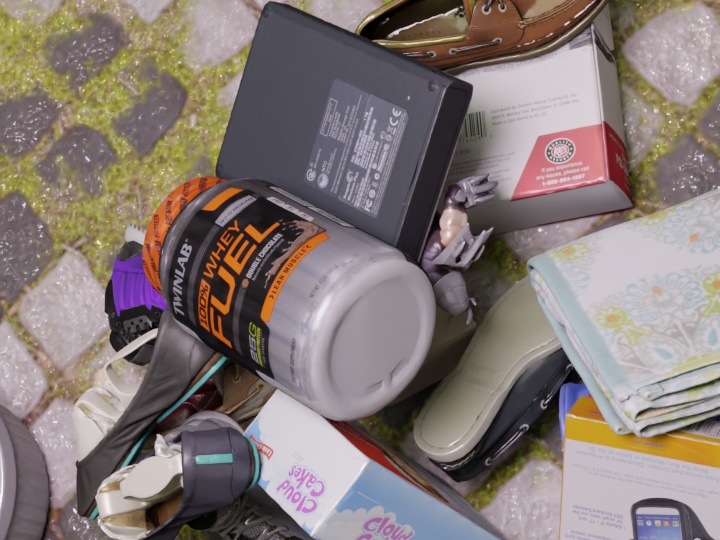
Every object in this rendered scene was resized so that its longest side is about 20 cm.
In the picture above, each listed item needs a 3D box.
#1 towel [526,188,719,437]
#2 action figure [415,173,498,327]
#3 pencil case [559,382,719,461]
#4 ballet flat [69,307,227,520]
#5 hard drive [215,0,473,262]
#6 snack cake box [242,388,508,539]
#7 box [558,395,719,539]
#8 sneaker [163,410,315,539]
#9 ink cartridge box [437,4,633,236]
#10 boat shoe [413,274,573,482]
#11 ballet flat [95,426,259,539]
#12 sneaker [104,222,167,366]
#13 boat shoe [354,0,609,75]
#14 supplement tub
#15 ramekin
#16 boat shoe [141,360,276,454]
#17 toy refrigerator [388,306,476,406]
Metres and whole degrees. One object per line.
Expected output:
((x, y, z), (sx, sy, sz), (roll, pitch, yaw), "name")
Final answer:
((0.224, 0.027, 1.380), (0.170, 0.048, 0.200), (-17, 38, -6), "towel")
((0.040, -0.044, 1.433), (0.130, 0.069, 0.201), (-42, 57, 27), "action figure")
((0.236, 0.112, 1.397), (0.198, 0.078, 0.087), (-7, 40, 21), "pencil case")
((-0.172, 0.101, 1.489), (0.068, 0.068, 0.200), (39, 114, -2), "ballet flat")
((-0.018, -0.099, 1.423), (0.199, 0.033, 0.141), (29, 107, 40), "hard drive")
((0.016, 0.167, 1.393), (0.067, 0.200, 0.115), (-52, 42, 2), "snack cake box")
((0.198, 0.194, 1.373), (0.118, 0.041, 0.202), (10, 115, 21), "box")
((-0.087, 0.197, 1.469), (0.075, 0.115, 0.200), (-42, 81, 13), "sneaker")
((0.121, -0.139, 1.507), (0.146, 0.083, 0.202), (-10, 73, 20), "ink cartridge box")
((0.120, 0.076, 1.460), (0.074, 0.066, 0.200), (20, 62, 38), "boat shoe")
((-0.145, 0.154, 1.389), (0.200, 0.073, 0.074), (-33, 61, 52), "ballet flat")
((-0.150, 0.033, 1.549), (0.100, 0.069, 0.200), (-63, 27, 0), "sneaker")
((0.091, -0.190, 1.447), (0.199, 0.068, 0.072), (-24, 67, 15), "boat shoe")
((-0.054, 0.012, 1.362), (0.199, 0.122, 0.123), (27, 87, 41), "supplement tub")
((-0.348, 0.184, 1.603), (0.199, 0.105, 0.202), (-5, 74, 20), "ramekin")
((-0.104, 0.081, 1.551), (0.200, 0.066, 0.074), (-42, 66, 8), "boat shoe")
((0.000, 0.000, 1.519), (0.076, 0.070, 0.200), (-26, 64, -22), "toy refrigerator")
